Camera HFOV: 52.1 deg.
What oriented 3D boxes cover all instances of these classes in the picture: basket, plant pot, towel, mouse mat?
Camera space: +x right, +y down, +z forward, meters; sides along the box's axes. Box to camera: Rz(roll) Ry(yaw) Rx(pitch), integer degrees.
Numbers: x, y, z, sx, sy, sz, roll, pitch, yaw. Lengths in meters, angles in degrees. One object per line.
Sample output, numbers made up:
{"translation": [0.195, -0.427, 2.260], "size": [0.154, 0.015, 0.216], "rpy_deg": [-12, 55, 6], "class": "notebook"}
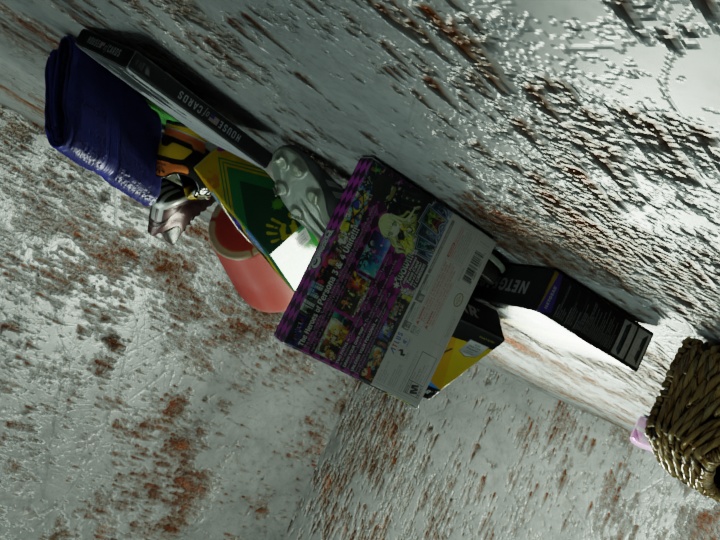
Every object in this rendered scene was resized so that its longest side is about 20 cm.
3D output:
{"translation": [0.411, 0.181, 0.767], "size": [0.199, 0.145, 0.148], "rpy_deg": [30, 174, -40], "class": "basket"}
{"translation": [-0.179, -0.049, 1.347], "size": [0.198, 0.203, 0.178], "rpy_deg": [24, 166, 25], "class": "plant pot"}
{"translation": [-0.326, -0.181, 0.941], "size": [0.049, 0.151, 0.200], "rpy_deg": [-8, 161, 16], "class": "towel"}
{"translation": [-0.287, -0.223, 1.107], "size": [0.159, 0.008, 0.200], "rpy_deg": [27, 174, 0], "class": "mouse mat"}

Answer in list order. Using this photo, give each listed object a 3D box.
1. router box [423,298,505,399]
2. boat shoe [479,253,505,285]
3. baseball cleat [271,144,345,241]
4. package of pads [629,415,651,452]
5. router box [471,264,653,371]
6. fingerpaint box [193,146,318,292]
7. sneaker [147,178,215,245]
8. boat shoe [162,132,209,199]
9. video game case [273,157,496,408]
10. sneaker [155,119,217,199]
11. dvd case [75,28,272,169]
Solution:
{"translation": [0.053, 0.074, 0.897], "size": [0.198, 0.149, 0.052], "rpy_deg": [24, -141, -28], "class": "router box"}
{"translation": [0.078, -0.028, 0.862], "size": [0.199, 0.061, 0.072], "rpy_deg": [28, 174, -14], "class": "boat shoe"}
{"translation": [-0.029, -0.076, 0.890], "size": [0.069, 0.107, 0.202], "rpy_deg": [-18, 112, 40], "class": "baseball cleat"}
{"translation": [0.784, 0.443, 1.847], "size": [0.198, 0.077, 0.120], "rpy_deg": [24, 173, 28], "class": "package of pads"}
{"translation": [0.231, 0.051, 0.905], "size": [0.156, 0.053, 0.200], "rpy_deg": [29, 175, -19], "class": "router box"}
{"translation": [-0.132, -0.068, 1.034], "size": [0.167, 0.073, 0.200], "rpy_deg": [47, 172, 17], "class": "fingerpaint box"}
{"translation": [-0.299, -0.110, 1.264], "size": [0.075, 0.117, 0.199], "rpy_deg": [34, -149, 17], "class": "sneaker"}
{"translation": [-0.258, -0.150, 1.175], "size": [0.198, 0.063, 0.071], "rpy_deg": [29, -153, 7], "class": "boat shoe"}
{"translation": [0.031, 0.016, 0.762], "size": [0.180, 0.203, 0.036], "rpy_deg": [28, 176, -28], "class": "video game case"}
{"translation": [-0.222, -0.140, 1.067], "size": [0.069, 0.092, 0.199], "rpy_deg": [18, 174, 32], "class": "sneaker"}
{"translation": [-0.205, -0.188, 0.818], "size": [0.149, 0.025, 0.199], "rpy_deg": [31, 179, 44], "class": "dvd case"}
